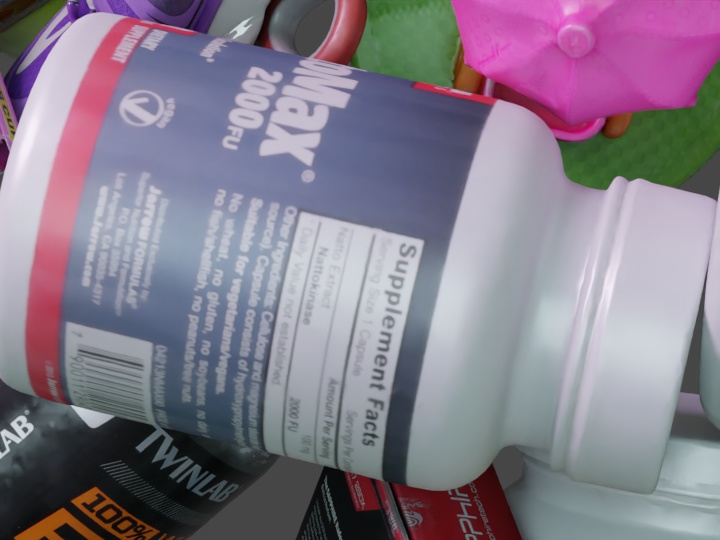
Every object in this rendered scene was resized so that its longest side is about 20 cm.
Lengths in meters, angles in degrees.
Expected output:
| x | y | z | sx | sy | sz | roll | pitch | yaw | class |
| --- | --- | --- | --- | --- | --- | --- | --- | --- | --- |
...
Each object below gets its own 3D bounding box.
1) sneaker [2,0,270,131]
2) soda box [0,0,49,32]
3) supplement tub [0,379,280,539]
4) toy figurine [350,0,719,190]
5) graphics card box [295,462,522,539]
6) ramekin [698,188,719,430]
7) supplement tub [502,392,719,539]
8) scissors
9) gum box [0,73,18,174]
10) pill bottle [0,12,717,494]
| x | y | z | sx | sy | sz | roll | pitch | yaw | class |
| --- | --- | --- | --- | --- | --- | --- | --- | --- | --- |
| -0.066 | -0.115 | 0.815 | 0.083 | 0.081 | 0.200 | 21 | 125 | -32 | sneaker |
| -0.089 | -0.151 | 0.882 | 0.200 | 0.068 | 0.064 | -30 | 88 | 18 | soda box |
| -0.109 | 0.056 | 0.882 | 0.200 | 0.123 | 0.123 | -41 | 86 | 11 | supplement tub |
| 0.079 | -0.115 | 0.794 | 0.150 | 0.184 | 0.201 | 14 | 90 | -2 | toy figurine |
| 0.002 | 0.156 | 0.828 | 0.051 | 0.126 | 0.200 | 6 | 125 | -22 | graphics card box |
| 0.164 | -0.032 | 0.750 | 0.097 | 0.200 | 0.201 | 11 | 95 | 12 | ramekin |
| 0.102 | 0.147 | 0.838 | 0.140 | 0.140 | 0.201 | 8 | 95 | 10 | supplement tub |
| -0.050 | -0.089 | 0.866 | 0.014 | 0.200 | 0.073 | 20 | 75 | -32 | scissors |
| -0.205 | -0.060 | 0.872 | 0.200 | 0.066 | 0.114 | -23 | 88 | 45 | gum box |
| 0.000 | 0.000 | 0.751 | 0.199 | 0.120 | 0.120 | 13 | 96 | 6 | pill bottle |
